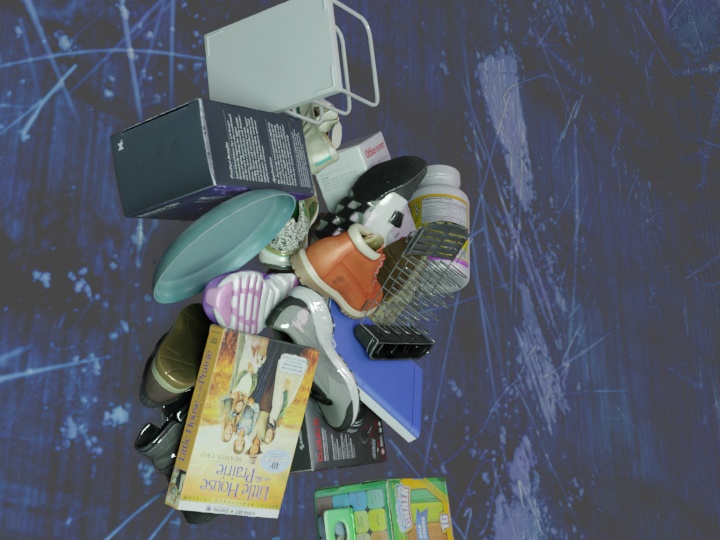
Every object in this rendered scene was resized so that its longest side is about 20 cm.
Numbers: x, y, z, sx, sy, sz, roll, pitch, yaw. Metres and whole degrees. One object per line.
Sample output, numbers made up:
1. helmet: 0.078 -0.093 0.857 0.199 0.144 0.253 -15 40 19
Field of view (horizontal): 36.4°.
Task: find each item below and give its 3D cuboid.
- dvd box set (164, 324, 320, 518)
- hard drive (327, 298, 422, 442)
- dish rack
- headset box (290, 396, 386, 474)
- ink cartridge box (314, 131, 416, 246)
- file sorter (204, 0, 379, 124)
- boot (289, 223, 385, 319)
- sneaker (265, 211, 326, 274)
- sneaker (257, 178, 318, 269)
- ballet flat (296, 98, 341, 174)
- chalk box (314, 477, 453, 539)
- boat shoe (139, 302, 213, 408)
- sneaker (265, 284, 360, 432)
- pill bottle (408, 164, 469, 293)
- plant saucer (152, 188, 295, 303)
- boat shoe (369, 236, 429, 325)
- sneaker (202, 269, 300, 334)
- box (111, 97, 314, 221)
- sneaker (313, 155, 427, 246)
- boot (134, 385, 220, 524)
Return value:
1. dvd box set: -0.128 0.171 1.218 0.146 0.029 0.201 18 85 -43
2. hard drive: 0.013 0.125 1.480 0.200 0.025 0.132 44 30 -27
3. dish rack: 0.081 0.026 1.469 0.055 0.200 0.153 40 18 28
4. headset box: -0.055 0.190 1.447 0.200 0.077 0.150 10 69 -57
5. ink cartridge box: 0.012 -0.094 1.631 0.146 0.083 0.201 -47 118 -69
6. file sorter: -0.088 -0.264 1.460 0.124 0.199 0.139 11 68 -57
7. boot: 0.000 0.000 1.432 0.075 0.107 0.200 61 13 25
8. sneaker: -0.068 0.004 1.506 0.090 0.067 0.200 56 33 -20
9. sneaker: -0.089 -0.092 1.455 0.200 0.077 0.089 -89 -169 -47
10. ballet flat: -0.056 -0.205 1.562 0.200 0.062 0.068 -96 160 -49
11. chalk box: 0.023 0.345 1.462 0.200 0.123 0.125 12 67 -55
12. boat shoe: -0.207 0.097 1.260 0.072 0.066 0.201 47 18 -8
13. sneaker: -0.062 0.117 1.333 0.079 0.074 0.201 -38 120 -31
14. pill bottle: 0.129 -0.071 1.811 0.104 0.104 0.201 33 51 -47
15. plant saucer: -0.163 -0.033 1.275 0.027 0.200 0.200 53 30 12
16. boat shoe: 0.035 0.034 1.556 0.063 0.200 0.073 14 34 -47
17. sneaker: -0.147 0.033 1.305 0.200 0.088 0.081 1 102 -71
18. box: -0.175 -0.126 1.319 0.200 0.148 0.105 -1 78 -56
19. sneaker: 0.022 -0.079 1.523 0.200 0.074 0.089 -42 134 -18
20. boot: -0.158 0.184 1.267 0.200 0.070 0.132 -44 115 -41
